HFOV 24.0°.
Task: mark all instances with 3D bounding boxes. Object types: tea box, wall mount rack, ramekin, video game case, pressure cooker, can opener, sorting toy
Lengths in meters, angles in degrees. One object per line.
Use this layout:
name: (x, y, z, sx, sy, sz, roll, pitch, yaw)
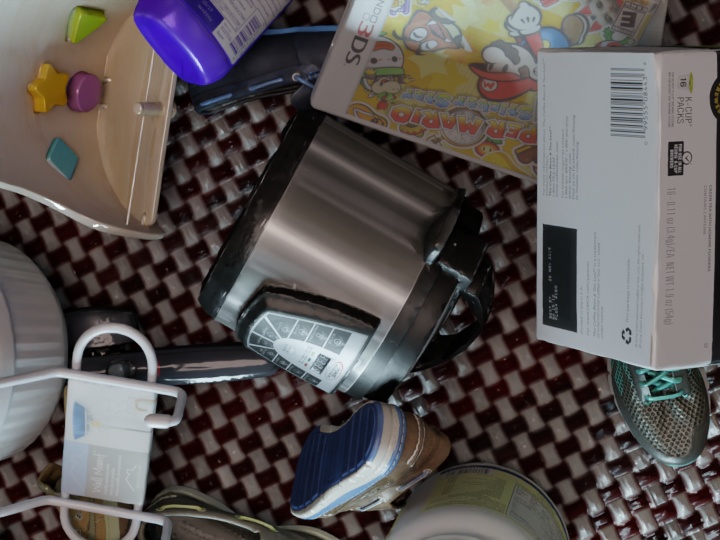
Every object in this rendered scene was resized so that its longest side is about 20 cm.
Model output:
tea box: (0.231, -0.049, 1.139, 0.195, 0.133, 0.203, -6, 100, -30)
wall mount rack: (-0.219, 0.137, 1.250, 0.172, 0.075, 0.202, 8, 115, -1)
ramekin: (-0.315, 0.064, 1.325, 0.201, 0.094, 0.205, -1, 89, 37)
video game case: (0.085, -0.157, 1.195, 0.198, 0.023, 0.183, 17, 130, -10)
pressure cooker: (0.001, -0.003, 1.245, 0.199, 0.176, 0.180, 29, 101, -5)
can opener: (-0.159, 0.073, 1.344, 0.197, 0.063, 0.080, 1, 102, 10)
sorting toy: (-0.224, -0.133, 1.261, 0.106, 0.179, 0.202, 16, 100, 37)

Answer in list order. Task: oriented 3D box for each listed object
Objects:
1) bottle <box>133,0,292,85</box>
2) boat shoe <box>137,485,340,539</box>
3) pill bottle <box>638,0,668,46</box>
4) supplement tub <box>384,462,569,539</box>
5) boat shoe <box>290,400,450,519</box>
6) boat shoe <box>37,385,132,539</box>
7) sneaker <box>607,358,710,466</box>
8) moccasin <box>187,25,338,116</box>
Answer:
bottle: (-0.078, -0.231, 1.255, 0.200, 0.065, 0.084, -51, 125, -16)
boat shoe: (-0.084, 0.232, 1.353, 0.200, 0.060, 0.073, 20, 100, 7)
pill bottle: (0.126, -0.217, 1.234, 0.198, 0.110, 0.111, 9, 99, 9)
supplement tub: (0.080, 0.233, 1.253, 0.143, 0.200, 0.147, 1, 98, 10)
boat shoe: (0.005, 0.154, 1.281, 0.072, 0.200, 0.073, 17, 69, -17)
boat shoe: (-0.218, 0.170, 1.343, 0.075, 0.072, 0.202, 5, 116, -10)
sneaker: (0.213, 0.053, 1.263, 0.077, 0.091, 0.202, -15, 95, 12)
moccasin: (-0.037, -0.147, 1.294, 0.198, 0.080, 0.069, 0, 86, 23)
